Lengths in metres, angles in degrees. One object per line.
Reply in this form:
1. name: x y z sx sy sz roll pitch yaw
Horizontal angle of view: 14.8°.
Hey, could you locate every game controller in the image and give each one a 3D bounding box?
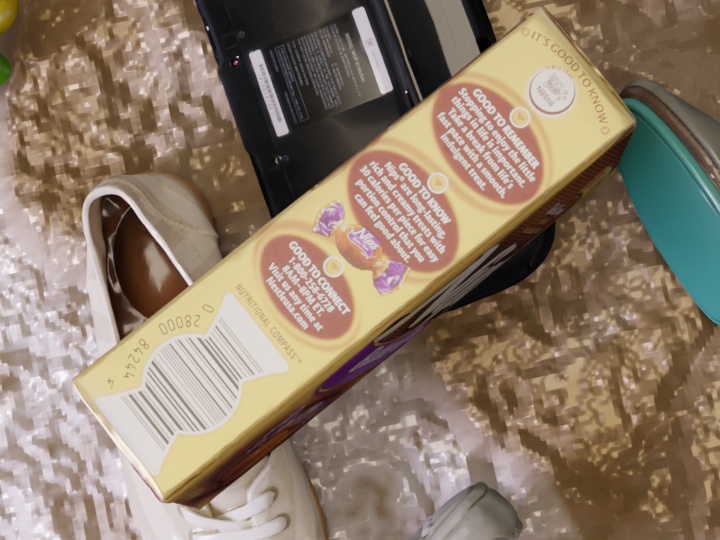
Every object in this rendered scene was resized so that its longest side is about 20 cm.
1. game controller: -0.001 -0.079 1.050 0.104 0.042 0.201 -22 82 20

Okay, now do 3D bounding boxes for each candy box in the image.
1. candy box: 0.000 0.000 0.954 0.200 0.117 0.057 -40 84 -2

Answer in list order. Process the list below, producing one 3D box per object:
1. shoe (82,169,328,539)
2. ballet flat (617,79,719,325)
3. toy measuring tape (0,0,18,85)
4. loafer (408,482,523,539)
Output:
1. shoe: -0.063 0.058 1.033 0.070 0.053 0.201 -19 83 6
2. ballet flat: 0.161 0.012 1.011 0.063 0.067 0.201 -27 82 -23
3. toy measuring tape: -0.216 -0.055 1.057 0.200 0.074 0.074 -37 82 3
4. loafer: 0.011 0.173 1.011 0.070 0.070 0.201 29 97 4
